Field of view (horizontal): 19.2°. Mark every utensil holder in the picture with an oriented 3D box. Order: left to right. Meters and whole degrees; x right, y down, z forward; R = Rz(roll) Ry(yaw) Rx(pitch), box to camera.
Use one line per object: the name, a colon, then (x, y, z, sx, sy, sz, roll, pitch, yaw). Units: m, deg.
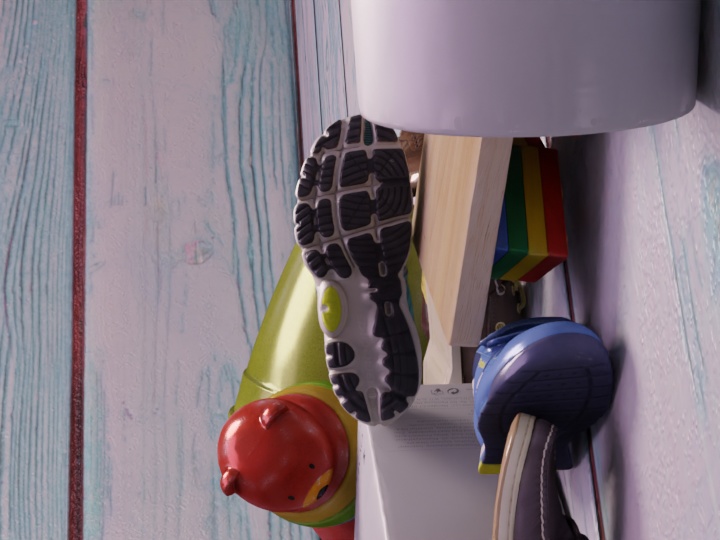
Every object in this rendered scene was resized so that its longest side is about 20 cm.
utensil holder: (0.073, -0.171, 0.954, 0.170, 0.169, 0.201, -111, 18, -75)

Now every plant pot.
plant pot: (0.009, 0.042, 1.705, 0.200, 0.199, 0.194, -123, 44, -80)

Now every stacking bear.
stacking bear: (-0.036, 0.133, 1.512, 0.122, 0.114, 0.200, -51, -19, 8)

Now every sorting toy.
sorting toy: (0.087, -0.080, 1.269, 0.199, 0.069, 0.201, -104, 21, -69)

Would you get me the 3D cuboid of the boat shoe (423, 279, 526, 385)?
boat shoe: (0.080, 0.031, 1.462, 0.072, 0.059, 0.201, -123, 28, -57)

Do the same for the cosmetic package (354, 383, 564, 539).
cosmetic package: (0.061, 0.210, 1.397, 0.200, 0.122, 0.200, -104, 13, -62)

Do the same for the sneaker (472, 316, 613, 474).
sneaker: (0.098, 0.060, 1.230, 0.200, 0.074, 0.083, 106, 165, -69)

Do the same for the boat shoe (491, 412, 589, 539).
boat shoe: (0.108, 0.175, 1.186, 0.072, 0.064, 0.201, -51, -38, -68)

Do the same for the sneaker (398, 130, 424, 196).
sneaker: (0.051, -0.097, 1.735, 0.200, 0.070, 0.076, -171, 83, -84)

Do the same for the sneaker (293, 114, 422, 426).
sneaker: (0.000, 0.000, 1.377, 0.080, 0.077, 0.201, -23, -70, -85)

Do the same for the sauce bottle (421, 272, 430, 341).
sauce bottle: (0.076, 0.009, 1.524, 0.066, 0.066, 0.201, -101, 9, -62)
